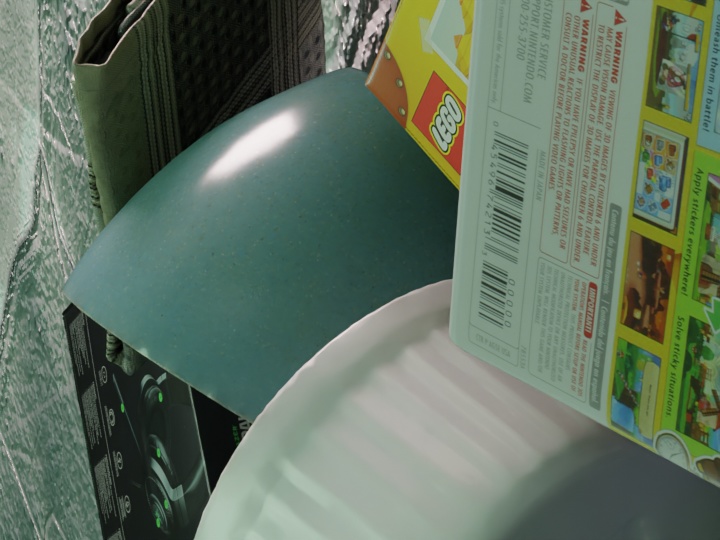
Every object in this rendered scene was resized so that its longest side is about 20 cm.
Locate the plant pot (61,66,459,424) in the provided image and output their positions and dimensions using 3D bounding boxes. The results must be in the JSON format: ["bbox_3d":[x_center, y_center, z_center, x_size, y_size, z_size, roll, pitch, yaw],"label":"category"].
[{"bbox_3d":[0.000,0.000,0.927,0.135,0.199,0.200,-60,29,0],"label":"plant pot"}]

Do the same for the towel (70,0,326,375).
[{"bbox_3d":[-0.070,-0.082,1.022,0.034,0.193,0.201,21,142,18],"label":"towel"}]

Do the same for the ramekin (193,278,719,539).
[{"bbox_3d":[0.045,0.112,0.811,0.098,0.199,0.202,34,128,41],"label":"ramekin"}]

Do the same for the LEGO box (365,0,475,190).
[{"bbox_3d":[0.099,-0.084,0.715,0.149,0.077,0.201,49,144,19],"label":"LEGO box"}]

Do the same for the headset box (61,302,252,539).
[{"bbox_3d":[-0.073,0.071,1.198,0.200,0.092,0.176,138,122,-62],"label":"headset box"}]

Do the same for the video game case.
[{"bbox_3d":[0.096,-0.042,0.623,0.181,0.023,0.202,28,122,44],"label":"video game case"}]
